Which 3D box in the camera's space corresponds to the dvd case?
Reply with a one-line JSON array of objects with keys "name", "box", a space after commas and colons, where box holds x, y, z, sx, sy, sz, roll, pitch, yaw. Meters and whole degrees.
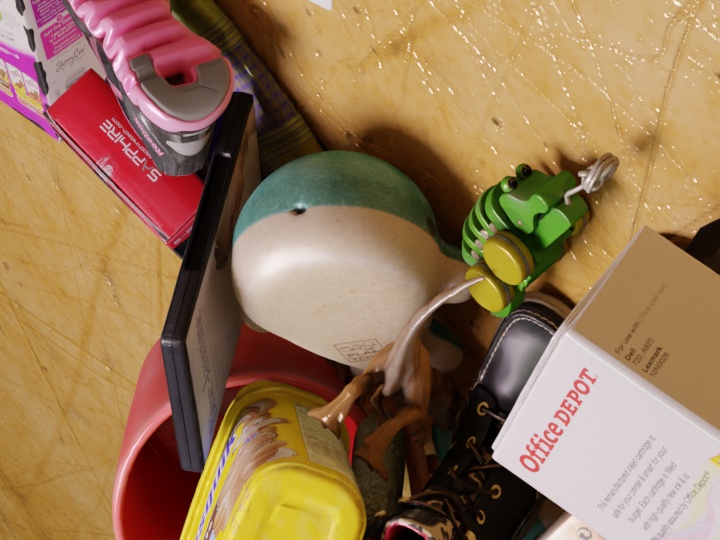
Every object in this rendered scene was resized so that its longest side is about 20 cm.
[{"name": "dvd case", "box": [-0.091, 0.007, 1.341, 0.017, 0.201, 0.143, 8, 143, 7]}]

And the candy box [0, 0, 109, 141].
[{"name": "candy box", "box": [-0.255, -0.207, 1.512, 0.136, 0.061, 0.201, 34, 151, 31]}]

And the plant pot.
[{"name": "plant pot", "box": [-0.085, 0.125, 1.503, 0.201, 0.199, 0.178, 63, -178, -26]}]

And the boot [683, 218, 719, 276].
[{"name": "boot", "box": [0.216, 0.067, 1.123, 0.200, 0.069, 0.188, 47, 148, -10]}]

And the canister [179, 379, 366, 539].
[{"name": "canister", "box": [-0.056, 0.161, 1.300, 0.086, 0.149, 0.200, 20, -173, -8]}]

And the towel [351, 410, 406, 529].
[{"name": "towel", "box": [0.005, 0.209, 1.378, 0.036, 0.149, 0.201, 5, 114, 2]}]

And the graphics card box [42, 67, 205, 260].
[{"name": "graphics card box", "box": [-0.139, -0.057, 1.454, 0.125, 0.051, 0.200, 45, 176, 13]}]

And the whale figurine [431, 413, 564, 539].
[{"name": "whale figurine", "box": [0.095, 0.193, 1.419, 0.159, 0.104, 0.201, 15, 136, 52]}]

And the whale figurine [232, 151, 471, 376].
[{"name": "whale figurine", "box": [0.000, 0.000, 1.321, 0.158, 0.104, 0.200, -10, 149, 20]}]

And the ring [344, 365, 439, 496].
[{"name": "ring", "box": [0.024, 0.146, 1.476, 0.200, 0.019, 0.202, 171, 90, -76]}]

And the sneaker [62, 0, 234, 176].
[{"name": "sneaker", "box": [-0.142, -0.141, 1.343, 0.096, 0.079, 0.201, 94, 154, -54]}]

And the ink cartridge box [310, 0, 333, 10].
[{"name": "ink cartridge box", "box": [-0.079, -0.256, 1.178, 0.199, 0.047, 0.161, 34, 151, 21]}]

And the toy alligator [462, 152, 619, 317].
[{"name": "toy alligator", "box": [0.091, -0.032, 1.170, 0.054, 0.059, 0.200, 46, 155, 9]}]

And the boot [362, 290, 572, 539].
[{"name": "boot", "box": [0.068, 0.123, 1.266, 0.073, 0.150, 0.201, 30, 128, 17]}]

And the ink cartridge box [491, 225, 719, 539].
[{"name": "ink cartridge box", "box": [0.180, 0.092, 1.046, 0.199, 0.084, 0.145, 35, 149, 8]}]

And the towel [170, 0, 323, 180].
[{"name": "towel", "box": [-0.080, -0.096, 1.416, 0.201, 0.023, 0.143, 56, 155, -12]}]

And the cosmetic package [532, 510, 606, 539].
[{"name": "cosmetic package", "box": [0.119, 0.213, 1.304, 0.087, 0.103, 0.200, 46, 121, 7]}]

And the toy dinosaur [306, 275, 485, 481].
[{"name": "toy dinosaur", "box": [0.023, 0.060, 1.258, 0.060, 0.106, 0.200, 36, 167, 15]}]
